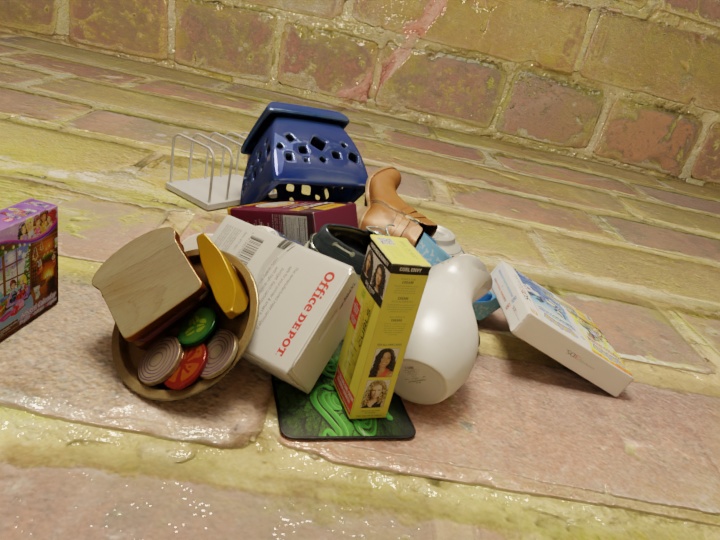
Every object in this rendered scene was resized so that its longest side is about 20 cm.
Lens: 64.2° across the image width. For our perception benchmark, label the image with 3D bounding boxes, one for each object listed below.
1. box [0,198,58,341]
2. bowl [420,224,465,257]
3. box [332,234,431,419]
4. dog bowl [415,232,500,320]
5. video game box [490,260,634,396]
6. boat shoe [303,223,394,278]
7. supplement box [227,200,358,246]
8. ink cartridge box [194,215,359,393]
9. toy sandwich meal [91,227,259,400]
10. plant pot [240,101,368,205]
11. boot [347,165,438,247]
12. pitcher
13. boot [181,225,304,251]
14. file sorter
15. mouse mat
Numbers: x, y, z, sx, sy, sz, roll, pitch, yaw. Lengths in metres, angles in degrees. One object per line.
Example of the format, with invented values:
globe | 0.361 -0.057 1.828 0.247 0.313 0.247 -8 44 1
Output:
box | -0.411 0.015 0.631 0.039 0.138 0.200 14 24 3
bowl | 0.121 -0.031 1.061 0.199 0.095 0.201 11 25 -5
box | 0.020 0.066 0.648 0.050 0.201 0.075 3 27 -23
dog bowl | 0.153 0.015 0.926 0.200 0.050 0.112 36 11 -40
video game box | 0.300 0.083 0.886 0.199 0.047 0.182 31 23 -13
boat shoe | 0.014 -0.028 0.800 0.199 0.062 0.075 11 45 -36
supplement box | -0.114 -0.067 0.957 0.199 0.086 0.110 7 17 36
ink cartridge box | -0.115 0.038 0.706 0.199 0.084 0.146 24 69 25
toy sandwich meal | -0.208 0.042 0.639 0.204 0.070 0.206 -8 60 13
plant pot | -0.121 -0.208 1.118 0.199 0.200 0.181 0 72 -29
boot | 0.068 -0.109 1.017 0.155 0.077 0.200 20 40 22
pitcher | 0.079 0.078 0.766 0.171 0.122 0.200 -17 29 35
boot | -0.185 -0.019 0.879 0.199 0.073 0.090 -4 -14 30
file sorter | -0.288 -0.222 1.231 0.138 0.125 0.200 27 27 28
mouse mat | -0.032 0.140 0.716 0.160 0.008 0.200 5 26 -18
